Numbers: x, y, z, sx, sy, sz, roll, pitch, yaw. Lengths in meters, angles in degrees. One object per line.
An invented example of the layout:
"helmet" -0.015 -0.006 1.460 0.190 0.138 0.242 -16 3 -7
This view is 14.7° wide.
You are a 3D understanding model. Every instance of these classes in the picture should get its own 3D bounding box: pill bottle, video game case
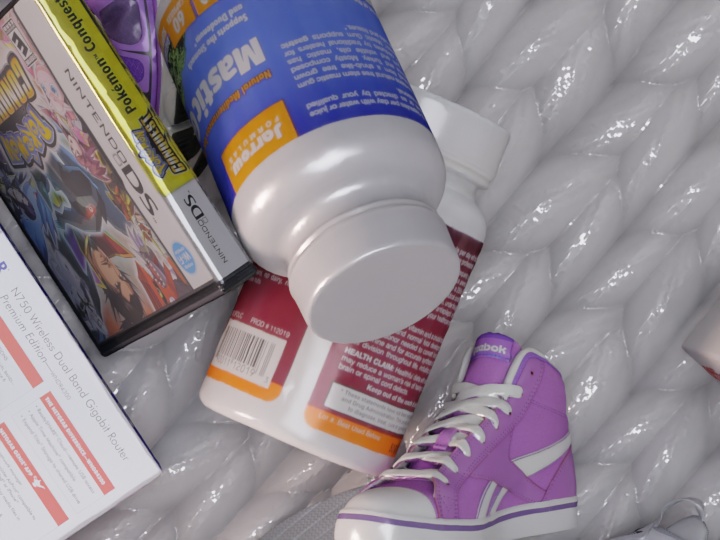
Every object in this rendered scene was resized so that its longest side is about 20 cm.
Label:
"pill bottle" -0.023 -0.067 1.410 0.112 0.112 0.200 -21 59 -5
"video game case" -0.145 -0.051 1.457 0.025 0.200 0.181 -34 94 -26
"pill bottle" 0.000 0.000 1.512 0.114 0.114 0.200 23 88 -5

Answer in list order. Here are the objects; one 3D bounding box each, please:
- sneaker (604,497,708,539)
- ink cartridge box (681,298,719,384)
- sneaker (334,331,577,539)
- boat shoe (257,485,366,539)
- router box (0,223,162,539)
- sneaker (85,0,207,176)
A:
"sneaker" 0.186 0.227 1.551 0.115 0.075 0.200 -30 90 -2
"ink cartridge box" 0.284 0.080 1.525 0.200 0.146 0.084 42 88 -4
"sneaker" 0.049 0.092 1.493 0.072 0.200 0.115 2 95 31
"boat shoe" -0.051 0.199 1.540 0.200 0.072 0.062 -39 118 0
"router box" -0.235 0.078 1.522 0.179 0.049 0.200 -33 93 -5
"sneaker" -0.116 -0.141 1.525 0.083 0.081 0.201 4 105 26
